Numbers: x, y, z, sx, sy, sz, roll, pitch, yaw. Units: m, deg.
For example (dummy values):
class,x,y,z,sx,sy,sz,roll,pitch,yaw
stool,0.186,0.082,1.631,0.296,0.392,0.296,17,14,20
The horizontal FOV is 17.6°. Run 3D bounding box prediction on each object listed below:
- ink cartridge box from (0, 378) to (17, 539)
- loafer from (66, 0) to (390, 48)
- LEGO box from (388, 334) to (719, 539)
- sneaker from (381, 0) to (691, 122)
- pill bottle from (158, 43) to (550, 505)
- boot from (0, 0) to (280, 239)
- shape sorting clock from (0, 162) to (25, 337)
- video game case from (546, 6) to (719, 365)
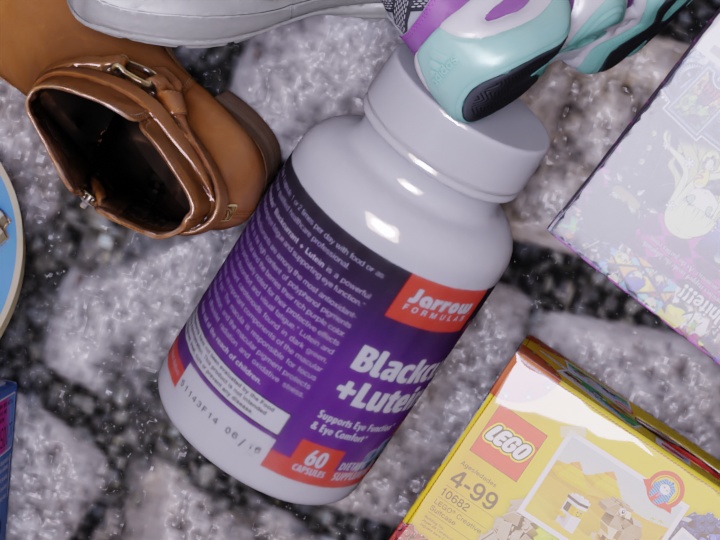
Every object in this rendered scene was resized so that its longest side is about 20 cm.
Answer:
class,x,y,z,sx,sy,sz,roll,pitch,yaw
ink cartridge box,-0.248,0.149,1.154,0.136,0.076,0.200,6,97,7
loafer,-0.037,-0.149,1.074,0.200,0.070,0.070,-10,133,-14
LEGO box,0.119,0.149,1.100,0.200,0.077,0.149,34,99,4
sneaker,0.069,-0.154,1.036,0.078,0.200,0.140,-43,78,37
pill bottle,0.000,0.000,1.066,0.111,0.111,0.200,34,113,4
boot,-0.134,-0.081,1.074,0.200,0.155,0.077,40,106,2
shape sorting clock,-0.259,-0.003,1.115,0.200,0.039,0.200,-1,64,3
video game case,0.220,-0.029,1.092,0.200,0.036,0.181,37,98,4
